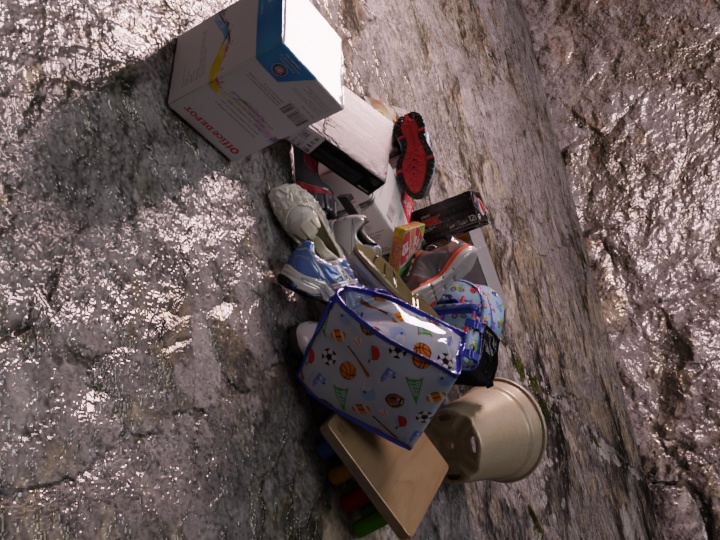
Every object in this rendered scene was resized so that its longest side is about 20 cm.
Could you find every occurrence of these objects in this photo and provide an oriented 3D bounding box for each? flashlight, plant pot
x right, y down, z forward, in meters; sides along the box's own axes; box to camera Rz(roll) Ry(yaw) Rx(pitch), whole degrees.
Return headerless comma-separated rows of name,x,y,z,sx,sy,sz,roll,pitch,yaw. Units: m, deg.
flashlight,-0.079,-0.178,1.378,0.067,0.068,0.201,14,62,-39
plant pot,0.209,0.306,1.516,0.183,0.200,0.202,-1,73,-51

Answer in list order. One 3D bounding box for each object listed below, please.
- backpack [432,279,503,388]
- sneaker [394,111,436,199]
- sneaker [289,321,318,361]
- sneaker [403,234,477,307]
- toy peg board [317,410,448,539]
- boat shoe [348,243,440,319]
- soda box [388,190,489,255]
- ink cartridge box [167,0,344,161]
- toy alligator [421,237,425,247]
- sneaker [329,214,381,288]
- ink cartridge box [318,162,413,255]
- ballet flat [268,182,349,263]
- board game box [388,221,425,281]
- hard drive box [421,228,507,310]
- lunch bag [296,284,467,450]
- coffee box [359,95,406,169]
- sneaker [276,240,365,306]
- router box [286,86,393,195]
backpack,0.166,0.100,1.508,0.135,0.182,0.201,43,53,-49
sneaker,0.119,-0.211,1.599,0.096,0.079,0.201,49,33,-49
sneaker,-0.016,0.107,1.271,0.201,0.107,0.068,26,51,-55
sneaker,0.112,0.010,1.459,0.082,0.200,0.077,43,-22,30
toy peg board,0.014,0.288,1.255,0.200,0.098,0.200,53,27,-1
boat shoe,0.044,0.045,1.351,0.200,0.068,0.075,46,21,-13
soda box,0.142,-0.090,1.605,0.063,0.199,0.071,-2,75,-64
ink cartridge box,-0.145,-0.281,1.173,0.147,0.199,0.147,41,37,-46
toy alligator,0.101,0.017,1.577,0.054,0.059,0.201,-41,146,-27
sneaker,0.000,0.000,1.398,0.201,0.087,0.074,69,23,-8
ink cartridge box,0.009,-0.144,1.513,0.200,0.083,0.145,57,30,-30
ballet flat,-0.069,-0.052,1.301,0.200,0.071,0.072,56,30,-27
board game box,0.072,0.016,1.487,0.095,0.030,0.201,-20,125,-63
hard drive box,0.189,0.011,1.683,0.077,0.155,0.201,-24,94,-64
lunch bag,0.025,0.127,1.170,0.199,0.171,0.124,24,31,-2
coffee box,0.034,-0.268,1.648,0.200,0.079,0.115,-3,76,-63
sneaker,-0.028,0.023,1.264,0.199,0.076,0.077,28,80,-31
router box,-0.038,-0.237,1.370,0.200,0.051,0.150,33,46,-27
